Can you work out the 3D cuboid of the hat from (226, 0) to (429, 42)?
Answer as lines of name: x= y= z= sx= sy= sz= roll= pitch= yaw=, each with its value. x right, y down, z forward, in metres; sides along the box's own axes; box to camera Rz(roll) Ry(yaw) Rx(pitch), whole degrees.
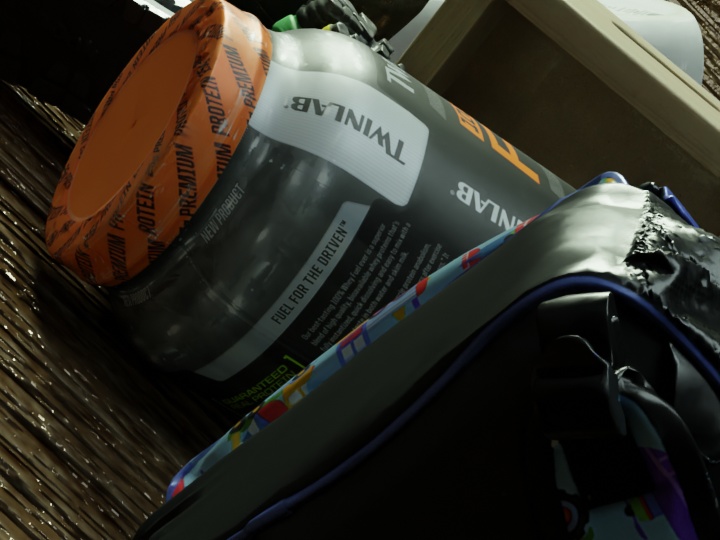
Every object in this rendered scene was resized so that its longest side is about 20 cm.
hat: x=-0.014 y=-0.143 z=1.052 sx=0.201 sy=0.081 sz=0.201 roll=44 pitch=27 yaw=-29

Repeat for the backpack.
backpack: x=0.056 y=0.103 z=0.545 sx=0.200 sy=0.183 sz=0.135 roll=48 pitch=18 yaw=-7

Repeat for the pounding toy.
pounding toy: x=0.089 y=0.004 z=1.018 sx=0.200 sy=0.184 sz=0.142 roll=41 pitch=13 yaw=11

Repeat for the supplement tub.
supplement tub: x=0.007 y=0.005 z=0.794 sx=0.200 sy=0.123 sz=0.123 roll=33 pitch=17 yaw=-22

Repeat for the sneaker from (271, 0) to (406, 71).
sneaker: x=0.000 y=0.000 z=0.935 sx=0.078 sy=0.085 sz=0.200 roll=16 pitch=48 yaw=-65

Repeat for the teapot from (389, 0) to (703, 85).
teapot: x=0.080 y=-0.074 z=1.277 sx=0.200 sy=0.146 sz=0.197 roll=0 pitch=15 yaw=-28

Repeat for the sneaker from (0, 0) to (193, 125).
sneaker: x=-0.057 y=-0.073 z=0.891 sx=0.200 sy=0.076 sz=0.088 roll=42 pitch=29 yaw=-1
